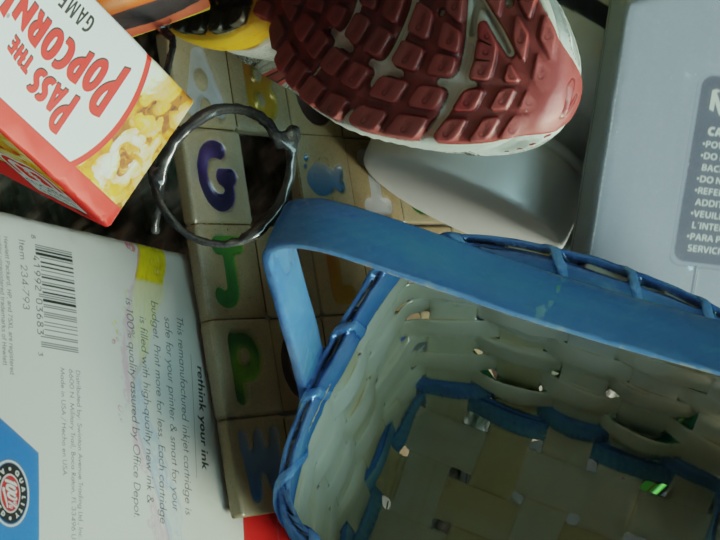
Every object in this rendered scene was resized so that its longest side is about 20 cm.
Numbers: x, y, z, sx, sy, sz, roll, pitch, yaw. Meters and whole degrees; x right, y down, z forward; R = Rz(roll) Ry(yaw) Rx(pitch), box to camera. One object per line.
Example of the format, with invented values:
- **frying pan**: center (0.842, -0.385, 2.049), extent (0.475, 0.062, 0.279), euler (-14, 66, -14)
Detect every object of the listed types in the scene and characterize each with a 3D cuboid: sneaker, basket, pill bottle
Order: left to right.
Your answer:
- **sneaker**: center (0.012, -0.081, 0.772), extent (0.082, 0.200, 0.078), euler (25, 94, -36)
- **basket**: center (0.055, 0.052, 0.772), extent (0.200, 0.176, 0.139), euler (88, 23, -66)
- **pill bottle**: center (0.078, -0.113, 0.900), extent (0.111, 0.111, 0.200), euler (38, 73, -52)

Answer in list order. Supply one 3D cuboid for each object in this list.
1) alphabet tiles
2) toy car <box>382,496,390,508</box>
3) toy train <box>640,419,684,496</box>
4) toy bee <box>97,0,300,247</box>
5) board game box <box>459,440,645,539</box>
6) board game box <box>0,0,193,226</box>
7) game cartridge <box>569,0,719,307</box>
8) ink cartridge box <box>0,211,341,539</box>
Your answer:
- **alphabet tiles**: center (0.000, 0.000, 0.891), extent (0.200, 0.008, 0.168), euler (-1, 80, -56)
- **toy car**: center (-0.034, 0.141, 0.918), extent (0.177, 0.184, 0.201), euler (23, 63, -52)
- **toy train**: center (0.167, 0.074, 1.169), extent (0.200, 0.056, 0.042), euler (-38, 135, -30)
- **toy bee**: center (-0.083, -0.113, 0.743), extent (0.130, 0.109, 0.201), euler (1, 96, -5)
- **board game box**: center (0.098, 0.197, 1.073), extent (0.064, 0.148, 0.201), euler (-7, 118, -26)
- **board game box**: center (-0.153, -0.100, 0.618), extent (0.046, 0.151, 0.200), euler (-57, 141, -10)
- **game cartridge**: center (0.178, -0.039, 0.849), extent (0.199, 0.042, 0.134), euler (7, 98, -9)
- **ink cartridge box**: center (-0.090, 0.053, 0.807), extent (0.200, 0.067, 0.117), euler (14, 68, -52)
